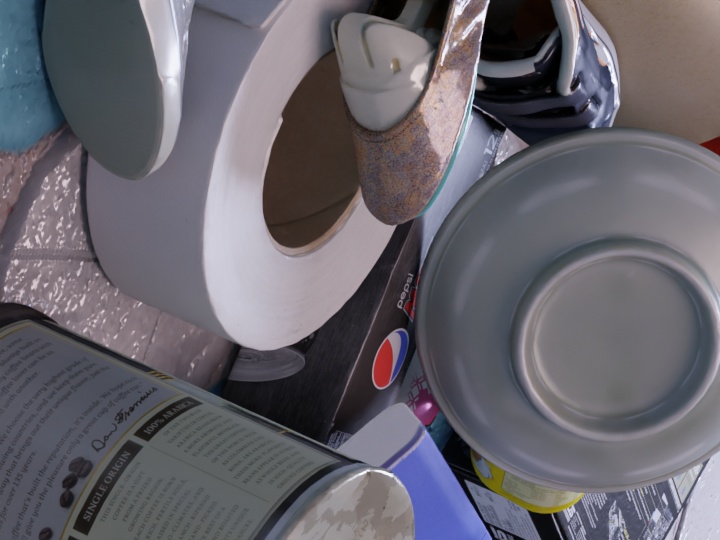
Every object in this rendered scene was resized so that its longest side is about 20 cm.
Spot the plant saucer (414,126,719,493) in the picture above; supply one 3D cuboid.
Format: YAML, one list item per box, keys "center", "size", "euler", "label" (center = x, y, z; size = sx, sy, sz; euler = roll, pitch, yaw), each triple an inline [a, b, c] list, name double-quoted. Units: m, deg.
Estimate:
- center: [0.127, 0.029, 1.412]
  size: [0.050, 0.199, 0.201]
  euler: [-99, -161, -68]
  label: "plant saucer"

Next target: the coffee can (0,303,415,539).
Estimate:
- center: [-0.097, 0.117, 1.206]
  size: [0.146, 0.199, 0.147]
  euler: [-40, 142, -42]
  label: "coffee can"

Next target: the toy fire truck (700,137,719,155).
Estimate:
- center: [0.240, -0.092, 1.672]
  size: [0.176, 0.199, 0.129]
  euler: [-6, 115, -60]
  label: "toy fire truck"

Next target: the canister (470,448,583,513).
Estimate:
- center: [0.124, 0.043, 1.572]
  size: [0.149, 0.086, 0.200]
  euler: [-58, 170, -21]
  label: "canister"

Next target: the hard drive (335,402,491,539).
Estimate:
- center: [-0.004, 0.145, 1.404]
  size: [0.132, 0.025, 0.200]
  euler: [-40, 157, -4]
  label: "hard drive"

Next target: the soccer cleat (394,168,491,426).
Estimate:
- center: [0.033, 0.016, 1.524]
  size: [0.200, 0.069, 0.087]
  euler: [-50, 145, -44]
  label: "soccer cleat"

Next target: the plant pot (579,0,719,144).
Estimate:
- center: [0.124, -0.189, 1.446]
  size: [0.200, 0.187, 0.188]
  euler: [36, 77, -48]
  label: "plant pot"

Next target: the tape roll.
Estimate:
- center: [-0.043, -0.068, 1.314]
  size: [0.202, 0.070, 0.203]
  euler: [-41, 143, -41]
  label: "tape roll"

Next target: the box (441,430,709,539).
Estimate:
- center: [0.142, 0.113, 1.767]
  size: [0.164, 0.086, 0.200]
  euler: [-58, 152, -19]
  label: "box"

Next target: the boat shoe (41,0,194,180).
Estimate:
- center: [-0.091, -0.135, 1.177]
  size: [0.071, 0.070, 0.202]
  euler: [-37, 137, -40]
  label: "boat shoe"

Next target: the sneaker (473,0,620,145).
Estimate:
- center: [0.080, -0.106, 1.373]
  size: [0.200, 0.078, 0.080]
  euler: [66, 27, -51]
  label: "sneaker"

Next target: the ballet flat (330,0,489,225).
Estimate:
- center: [0.023, -0.123, 1.265]
  size: [0.067, 0.068, 0.201]
  euler: [16, 90, -44]
  label: "ballet flat"

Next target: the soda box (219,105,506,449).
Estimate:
- center: [0.000, 0.000, 1.440]
  size: [0.063, 0.070, 0.201]
  euler: [24, 89, -64]
  label: "soda box"
